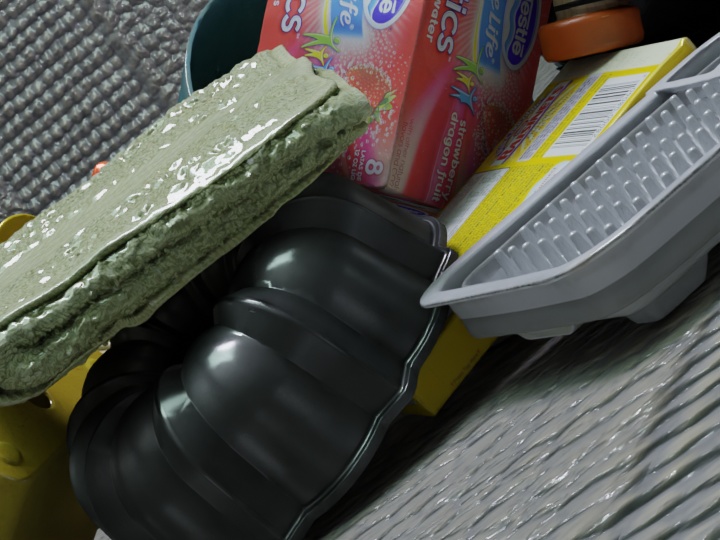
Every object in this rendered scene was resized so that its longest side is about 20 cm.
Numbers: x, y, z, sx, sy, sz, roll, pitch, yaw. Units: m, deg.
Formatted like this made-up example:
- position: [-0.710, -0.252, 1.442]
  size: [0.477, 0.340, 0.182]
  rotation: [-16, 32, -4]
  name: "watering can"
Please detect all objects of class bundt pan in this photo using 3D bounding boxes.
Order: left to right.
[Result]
- position: [-0.053, 0.038, 0.970]
  size: [0.202, 0.076, 0.202]
  rotation: [-43, 22, 22]
  name: "bundt pan"

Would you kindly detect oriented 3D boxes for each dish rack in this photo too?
- position: [0.126, -0.038, 0.870]
  size: [0.200, 0.044, 0.172]
  rotation: [-40, 9, -18]
  name: "dish rack"

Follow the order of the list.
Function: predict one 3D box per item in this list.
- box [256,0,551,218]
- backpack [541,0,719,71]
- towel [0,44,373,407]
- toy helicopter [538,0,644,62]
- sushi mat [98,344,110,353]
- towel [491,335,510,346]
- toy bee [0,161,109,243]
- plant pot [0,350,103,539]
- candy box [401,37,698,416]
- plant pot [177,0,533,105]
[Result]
- position: [0.025, -0.127, 1.076]
  size: [0.095, 0.201, 0.103]
  rotation: [9, -6, 38]
  name: "box"
- position: [0.151, -0.168, 1.226]
  size: [0.167, 0.126, 0.200]
  rotation: [-60, -18, 5]
  name: "backpack"
- position: [-0.091, -0.024, 0.965]
  size: [0.200, 0.037, 0.148]
  rotation: [-39, 18, -7]
  name: "towel"
- position: [0.174, -0.153, 1.023]
  size: [0.200, 0.079, 0.132]
  rotation: [-10, 5, 43]
  name: "toy helicopter"
- position: [-0.131, 0.062, 1.132]
  size: [0.200, 0.096, 0.012]
  rotation: [-6, -7, 27]
  name: "sushi mat"
- position: [0.085, -0.015, 1.116]
  size: [0.191, 0.032, 0.200]
  rotation: [-40, 4, -19]
  name: "towel"
- position: [-0.146, -0.004, 1.228]
  size: [0.131, 0.200, 0.109]
  rotation: [22, -89, -49]
  name: "toy bee"
- position: [-0.221, 0.096, 1.054]
  size: [0.177, 0.200, 0.200]
  rotation: [-57, -4, 24]
  name: "plant pot"
- position: [0.063, -0.019, 0.992]
  size: [0.200, 0.026, 0.102]
  rotation: [-50, 16, -17]
  name: "candy box"
- position: [-0.018, -0.048, 1.299]
  size: [0.201, 0.200, 0.161]
  rotation: [-42, -16, -39]
  name: "plant pot"
